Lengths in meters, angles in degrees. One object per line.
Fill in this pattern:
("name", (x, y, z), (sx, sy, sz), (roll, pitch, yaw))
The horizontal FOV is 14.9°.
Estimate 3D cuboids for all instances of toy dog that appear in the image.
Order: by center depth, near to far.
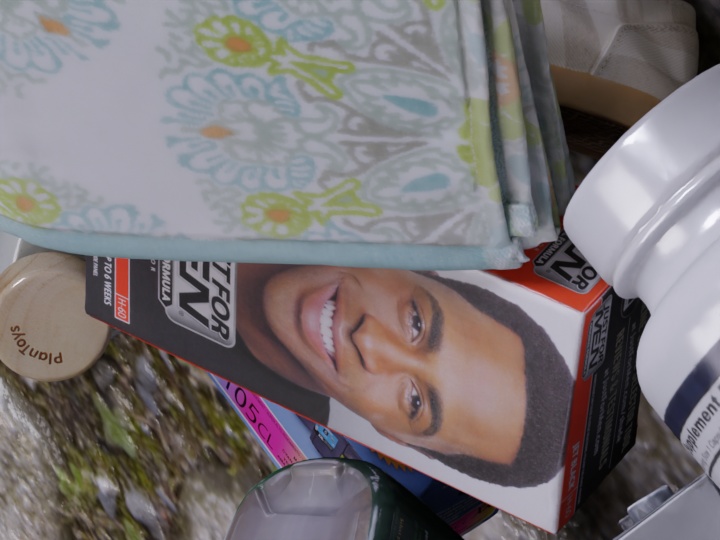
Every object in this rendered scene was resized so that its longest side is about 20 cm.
("toy dog", (-0.085, -0.040, 1.094), (0.200, 0.096, 0.132), (-57, 26, 35))

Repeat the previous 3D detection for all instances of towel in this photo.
("towel", (-0.040, -0.070, 0.832), (0.200, 0.048, 0.171), (2, 141, 13))

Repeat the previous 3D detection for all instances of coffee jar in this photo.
("coffee jar", (0.031, 0.158, 1.068), (0.085, 0.104, 0.200), (-6, 147, 42))

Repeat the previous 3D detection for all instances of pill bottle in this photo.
("pill bottle", (0.154, 0.035, 0.826), (0.200, 0.111, 0.111), (51, 151, 17))

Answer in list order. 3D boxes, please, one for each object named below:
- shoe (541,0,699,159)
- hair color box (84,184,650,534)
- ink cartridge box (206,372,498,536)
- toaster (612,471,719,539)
("shoe", (0.015, -0.086, 0.895), (0.200, 0.053, 0.070), (17, 172, -2))
("hair color box", (0.000, 0.000, 0.950), (0.200, 0.061, 0.102), (23, 132, 23))
("ink cartridge box", (0.015, 0.018, 1.079), (0.136, 0.076, 0.200), (51, 149, 16))
("toaster", (0.127, 0.172, 0.933), (0.200, 0.119, 0.181), (58, 179, 8))
